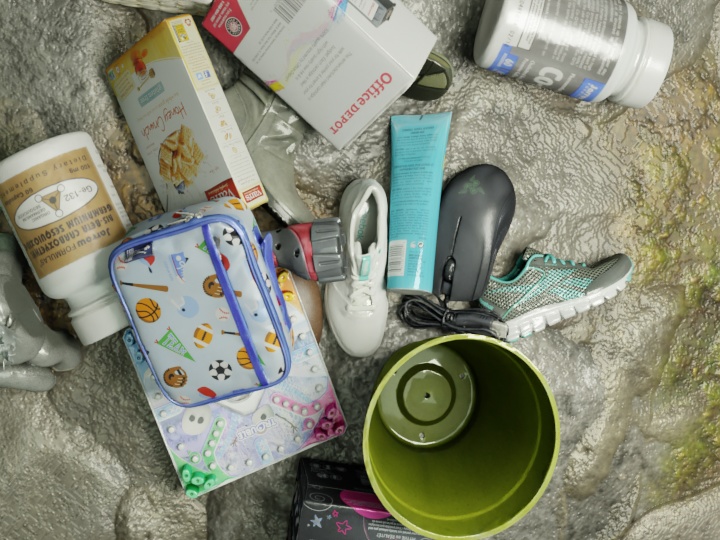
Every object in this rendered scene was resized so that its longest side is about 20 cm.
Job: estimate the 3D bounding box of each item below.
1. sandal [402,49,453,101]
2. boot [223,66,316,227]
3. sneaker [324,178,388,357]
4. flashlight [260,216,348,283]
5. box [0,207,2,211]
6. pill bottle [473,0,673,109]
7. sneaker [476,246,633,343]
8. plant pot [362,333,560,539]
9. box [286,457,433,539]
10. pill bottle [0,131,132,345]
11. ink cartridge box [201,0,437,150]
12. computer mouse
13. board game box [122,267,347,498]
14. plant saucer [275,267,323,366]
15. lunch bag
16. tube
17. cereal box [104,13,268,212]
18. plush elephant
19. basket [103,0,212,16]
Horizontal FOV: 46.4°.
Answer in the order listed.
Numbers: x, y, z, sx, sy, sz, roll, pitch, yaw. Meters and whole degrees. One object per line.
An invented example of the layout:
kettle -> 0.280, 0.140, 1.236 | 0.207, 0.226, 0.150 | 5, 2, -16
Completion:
sandal -> 0.013, -0.254, 0.934 | 0.198, 0.080, 0.058 | 26, 56, -5
boot -> -0.080, -0.140, 0.930 | 0.130, 0.068, 0.201 | -42, 98, -7
sneaker -> 0.000, 0.000, 0.937 | 0.073, 0.088, 0.205 | 0, 95, -8
flashlight -> -0.113, -0.011, 0.887 | 0.195, 0.068, 0.070 | -8, 88, 5
box -> -0.515, -0.062, 0.869 | 0.199, 0.097, 0.177 | 42, 87, -9
pill bottle -> 0.234, -0.254, 0.931 | 0.196, 0.114, 0.116 | 16, 93, -7
sneaker -> 0.221, 0.011, 0.974 | 0.196, 0.078, 0.093 | -22, 93, -6
plant pot -> 0.090, 0.156, 0.907 | 0.195, 0.193, 0.206 | 0, 94, -6
box -> 0.019, 0.299, 0.942 | 0.195, 0.132, 0.117 | 11, 97, -7
pill bottle -> -0.296, -0.032, 0.887 | 0.112, 0.114, 0.203 | -25, 97, -4
ink cartridge box -> -0.043, -0.244, 0.857 | 0.199, 0.147, 0.086 | 40, 51, -14
computer mouse -> 0.117, -0.025, 0.944 | 0.136, 0.052, 0.205 | 13, 88, 28
board game box -> -0.136, 0.125, 0.927 | 0.196, 0.026, 0.204 | -21, 97, -5
plant saucer -> -0.138, 0.055, 0.952 | 0.195, 0.037, 0.206 | 0, 94, -7
lunch bag -> -0.151, 0.030, 0.839 | 0.157, 0.076, 0.204 | -13, 113, 10
tube -> 0.060, -0.077, 0.938 | 0.076, 0.050, 0.205 | 1, 83, 24
cereal box -> -0.185, -0.143, 0.882 | 0.039, 0.142, 0.204 | -28, 98, -42
plush elephant -> -0.400, 0.081, 0.852 | 0.153, 0.200, 0.167 | -27, 105, 1
basket -> -0.236, -0.349, 0.864 | 0.195, 0.123, 0.139 | 8, 93, -8
